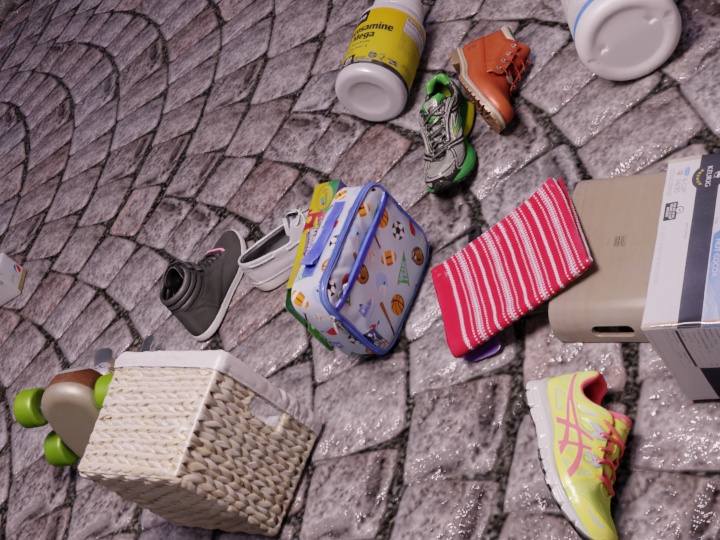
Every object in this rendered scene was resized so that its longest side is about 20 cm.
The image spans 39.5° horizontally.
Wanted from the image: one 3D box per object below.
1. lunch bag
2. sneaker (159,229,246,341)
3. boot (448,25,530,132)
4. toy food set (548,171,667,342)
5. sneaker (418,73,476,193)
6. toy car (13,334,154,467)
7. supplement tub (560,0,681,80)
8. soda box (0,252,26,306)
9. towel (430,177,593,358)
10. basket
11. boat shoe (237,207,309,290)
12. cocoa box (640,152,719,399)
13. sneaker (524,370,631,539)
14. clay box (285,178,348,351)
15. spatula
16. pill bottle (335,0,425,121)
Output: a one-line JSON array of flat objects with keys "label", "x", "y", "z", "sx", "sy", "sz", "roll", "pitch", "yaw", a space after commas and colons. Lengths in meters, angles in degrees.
[{"label": "lunch bag", "x": 0.000, "y": 0.000, "z": 1.239, "sx": 0.075, "sy": 0.160, "sz": 0.201, "roll": -5, "pitch": 51, "yaw": 40}, {"label": "sneaker", "x": -0.237, "y": -0.003, "z": 1.509, "sx": 0.070, "sy": 0.099, "sz": 0.201, "roll": -15, "pitch": 45, "yaw": 35}, {"label": "boot", "x": 0.193, "y": -0.273, "z": 1.393, "sx": 0.107, "sy": 0.075, "sz": 0.201, "roll": -27, "pitch": 39, "yaw": 13}, {"label": "toy food set", "x": 0.293, "y": -0.018, "z": 1.082, "sx": 0.143, "sy": 0.060, "sz": 0.201, "roll": -3, "pitch": 62, "yaw": 41}, {"label": "sneaker", "x": 0.108, "y": -0.187, "z": 1.377, "sx": 0.078, "sy": 0.085, "sz": 0.201, "roll": -21, "pitch": 44, "yaw": 27}, {"label": "toy car", "x": -0.368, "y": 0.165, "z": 1.448, "sx": 0.163, "sy": 0.158, "sz": 0.200, "roll": -12, "pitch": 35, "yaw": 19}, {"label": "supplement tub", "x": 0.327, "y": -0.352, "z": 1.292, "sx": 0.131, "sy": 0.132, "sz": 0.201, "roll": -26, "pitch": 42, "yaw": 22}, {"label": "soda box", "x": -0.751, "y": 0.048, "z": 1.962, "sx": 0.199, "sy": 0.064, "sz": 0.068, "roll": -29, "pitch": 40, "yaw": 20}, {"label": "towel", "x": 0.166, "y": -0.003, "z": 1.143, "sx": 0.200, "sy": 0.022, "sz": 0.145, "roll": -39, "pitch": 39, "yaw": 28}, {"label": "basket", "x": -0.189, "y": 0.206, "z": 1.195, "sx": 0.199, "sy": 0.198, "sz": 0.162, "roll": -6, "pitch": 55, "yaw": 38}, {"label": "boat shoe", "x": -0.090, "y": -0.053, "z": 1.446, "sx": 0.200, "sy": 0.069, "sz": 0.072, "roll": -33, "pitch": 39, "yaw": 15}, {"label": "cocoa box", "x": 0.358, "y": 0.002, "z": 0.930, "sx": 0.131, "sy": 0.133, "sz": 0.201, "roll": -7, "pitch": 52, "yaw": 37}, {"label": "sneaker", "x": 0.218, "y": 0.170, "z": 0.952, "sx": 0.090, "sy": 0.078, "sz": 0.201, "roll": -23, "pitch": 44, "yaw": 15}, {"label": "clay box", "x": -0.032, "y": -0.006, "z": 1.312, "sx": 0.047, "sy": 0.115, "sz": 0.201, "roll": -14, "pitch": 48, "yaw": 32}, {"label": "spatula", "x": 0.139, "y": 0.021, "z": 1.205, "sx": 0.056, "sy": 0.021, "sz": 0.201, "roll": -28, "pitch": 39, "yaw": 32}, {"label": "pill bottle", "x": 0.038, "y": -0.340, "z": 1.560, "sx": 0.112, "sy": 0.112, "sz": 0.201, "roll": -10, "pitch": 49, "yaw": 36}]
